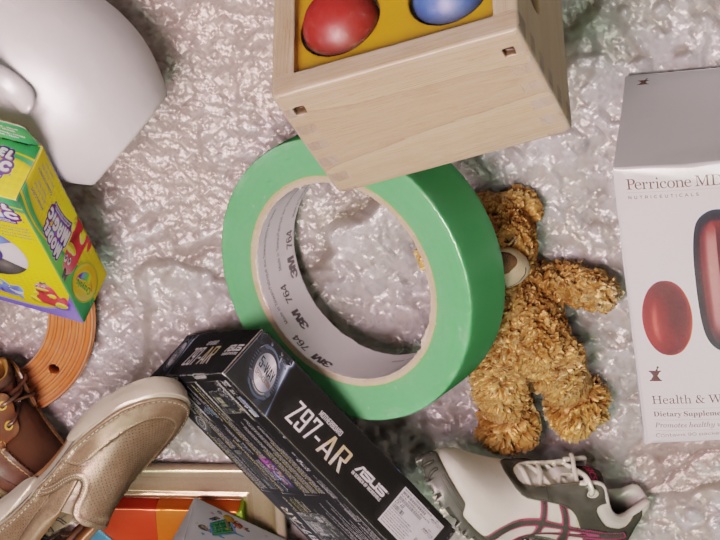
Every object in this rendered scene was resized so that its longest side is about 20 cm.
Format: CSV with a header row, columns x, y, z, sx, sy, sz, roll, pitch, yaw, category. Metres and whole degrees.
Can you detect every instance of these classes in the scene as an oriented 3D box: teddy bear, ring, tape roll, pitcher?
x,y,z,sx,sy,sz,roll,pitch,yaw,category
0.107,0.043,1.521,0.144,0.067,0.201,4,119,7,teddy bear
-0.288,0.020,1.616,0.200,0.019,0.201,5,117,9,ring
0.000,0.000,1.489,0.200,0.048,0.201,15,117,30,tape roll
-0.231,-0.140,1.433,0.200,0.172,0.121,39,111,-9,pitcher

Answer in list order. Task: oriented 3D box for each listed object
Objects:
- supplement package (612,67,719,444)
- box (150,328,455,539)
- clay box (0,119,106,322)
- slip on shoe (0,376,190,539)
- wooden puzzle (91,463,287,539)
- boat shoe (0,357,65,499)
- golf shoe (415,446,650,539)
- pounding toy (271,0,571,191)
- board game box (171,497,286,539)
x,y,z,sx,sy,sz,roll,pitch,yaw,category
0.267,-0.013,1.414,0.190,0.147,0.201,-4,117,13,supplement package
-0.043,0.128,1.552,0.200,0.044,0.160,47,161,-13,box
-0.249,-0.041,1.469,0.114,0.048,0.200,15,156,17,clay box
-0.190,0.153,1.549,0.200,0.061,0.076,-39,144,16,slip on shoe
-0.151,0.230,1.687,0.199,0.037,0.186,2,118,10,wooden puzzle
-0.270,0.100,1.602,0.200,0.072,0.068,43,119,-10,boat shoe
0.118,0.154,1.549,0.088,0.077,0.200,-45,135,18,golf shoe
0.016,-0.180,1.367,0.183,0.201,0.142,-14,142,18,pounding toy
-0.068,0.277,1.653,0.199,0.064,0.148,25,116,-8,board game box
